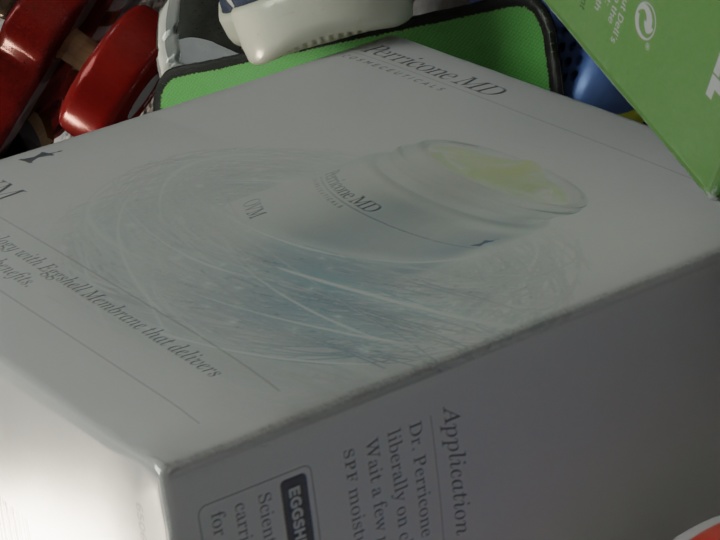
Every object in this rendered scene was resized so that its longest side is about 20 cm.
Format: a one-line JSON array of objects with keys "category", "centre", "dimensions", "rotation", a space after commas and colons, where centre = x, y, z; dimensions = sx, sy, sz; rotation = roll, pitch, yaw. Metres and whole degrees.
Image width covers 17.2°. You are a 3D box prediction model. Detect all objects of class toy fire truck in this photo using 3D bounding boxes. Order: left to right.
[{"category": "toy fire truck", "centre": [-0.149, -0.088, 1.105], "dimensions": [0.200, 0.112, 0.168], "rotation": [-57, -3, 22]}]

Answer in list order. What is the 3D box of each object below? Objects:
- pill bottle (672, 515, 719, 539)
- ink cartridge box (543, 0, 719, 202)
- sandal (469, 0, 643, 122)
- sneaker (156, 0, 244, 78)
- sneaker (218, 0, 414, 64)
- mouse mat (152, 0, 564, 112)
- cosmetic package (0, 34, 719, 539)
[{"category": "pill bottle", "centre": [0.137, 0.115, 0.473], "dimensions": [0.200, 0.112, 0.112], "rotation": [8, 81, 60]}, {"category": "ink cartridge box", "centre": [0.113, -0.072, 0.587], "dimensions": [0.200, 0.104, 0.059], "rotation": [57, 144, 42]}, {"category": "sandal", "centre": [0.048, -0.114, 0.795], "dimensions": [0.080, 0.087, 0.200], "rotation": [-49, 37, 32]}, {"category": "sneaker", "centre": [-0.008, -0.061, 0.890], "dimensions": [0.115, 0.075, 0.200], "rotation": [-43, 49, 34]}, {"category": "sneaker", "centre": [-0.020, -0.121, 0.793], "dimensions": [0.200, 0.075, 0.085], "rotation": [-127, 21, -81]}, {"category": "mouse mat", "centre": [0.000, 0.000, 0.797], "dimensions": [0.200, 0.008, 0.161], "rotation": [-6, 91, 48]}, {"category": "cosmetic package", "centre": [-0.009, 0.036, 0.627], "dimensions": [0.199, 0.200, 0.123], "rotation": [26, 128, 51]}]
